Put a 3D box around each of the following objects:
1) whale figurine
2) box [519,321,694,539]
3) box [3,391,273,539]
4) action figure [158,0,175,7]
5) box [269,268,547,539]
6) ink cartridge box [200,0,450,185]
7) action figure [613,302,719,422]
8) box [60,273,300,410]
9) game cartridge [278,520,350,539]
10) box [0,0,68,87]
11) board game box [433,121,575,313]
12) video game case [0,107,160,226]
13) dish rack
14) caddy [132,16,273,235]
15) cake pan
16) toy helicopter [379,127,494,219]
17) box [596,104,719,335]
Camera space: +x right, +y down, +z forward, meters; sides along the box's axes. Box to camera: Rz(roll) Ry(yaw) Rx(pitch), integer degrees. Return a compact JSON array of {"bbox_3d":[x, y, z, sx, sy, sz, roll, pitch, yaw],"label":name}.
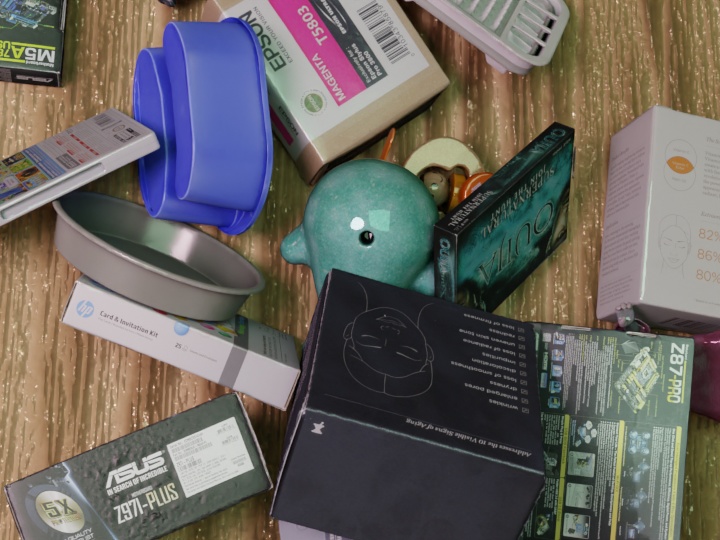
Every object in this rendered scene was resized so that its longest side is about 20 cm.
[{"bbox_3d":[0.000,0.000,1.076,0.157,0.104,0.203,15,99,1],"label":"whale figurine"},{"bbox_3d":[0.218,0.153,1.081,0.159,0.049,0.203,4,87,12],"label":"box"},{"bbox_3d":[-0.188,0.183,0.996,0.198,0.164,0.087,-21,85,-16],"label":"box"},{"bbox_3d":[-0.143,-0.364,1.130,0.191,0.105,0.203,-1,64,22],"label":"action figure"},{"bbox_3d":[0.042,0.122,0.988,0.197,0.125,0.197,16,31,-4],"label":"box"},{"bbox_3d":[-0.035,-0.215,1.159,0.164,0.075,0.201,-35,89,-18],"label":"ink cartridge box"},{"bbox_3d":[0.298,0.095,1.169,0.197,0.149,0.136,2,94,12],"label":"action figure"},{"bbox_3d":[-0.152,0.052,1.034,0.198,0.156,0.042,22,95,-8],"label":"box"},{"bbox_3d":[-0.006,0.211,1.032,0.131,0.041,0.201,-7,38,1],"label":"game cartridge"},{"bbox_3d":[-0.373,-0.280,1.106,0.197,0.047,0.196,4,80,-14],"label":"box"},{"bbox_3d":[0.137,-0.035,1.113,0.028,0.137,0.200,25,48,31],"label":"board game box"},{"bbox_3d":[-0.287,-0.085,1.043,0.198,0.143,0.018,-29,117,-17],"label":"video game case"},{"bbox_3d":[0.112,-0.280,1.194,0.199,0.044,0.172,36,40,-5],"label":"dish rack"},{"bbox_3d":[-0.136,-0.133,1.080,0.104,0.141,0.203,0,79,-32],"label":"caddy"},{"bbox_3d":[-0.180,-0.012,1.033,0.198,0.200,0.037,24,101,-8],"label":"cake pan"},{"bbox_3d":[0.041,-0.045,1.147,0.132,0.079,0.201,38,85,-10],"label":"toy helicopter"},{"bbox_3d":[0.335,-0.044,1.197,0.150,0.106,0.203,11,77,-11],"label":"box"}]
